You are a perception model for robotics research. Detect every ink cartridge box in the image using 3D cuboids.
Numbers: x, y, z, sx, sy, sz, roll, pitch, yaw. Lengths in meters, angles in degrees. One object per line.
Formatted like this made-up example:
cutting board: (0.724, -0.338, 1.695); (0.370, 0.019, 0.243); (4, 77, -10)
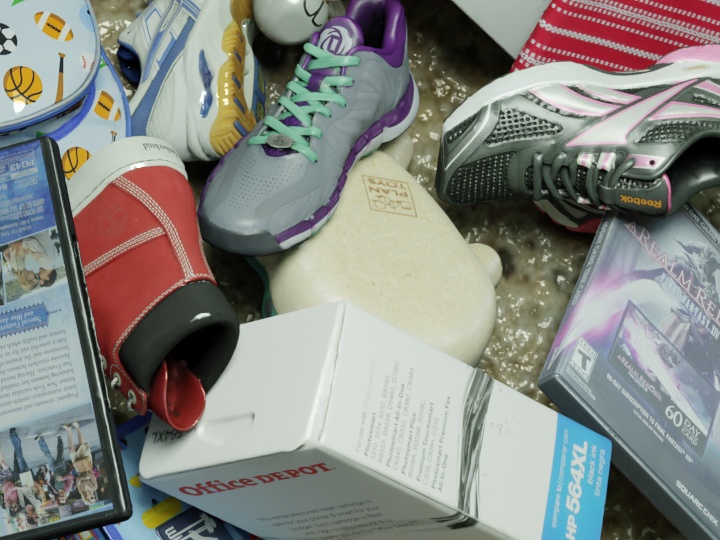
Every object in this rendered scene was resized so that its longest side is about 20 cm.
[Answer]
ink cartridge box: (0.009, 0.099, 1.354); (0.200, 0.146, 0.084); (30, 61, -35)

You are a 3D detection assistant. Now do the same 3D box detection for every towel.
towel: (0.186, -0.166, 1.458); (0.145, 0.200, 0.022); (14, 31, -36)

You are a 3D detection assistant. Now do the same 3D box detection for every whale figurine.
whale figurine: (0.000, 0.000, 1.473); (0.159, 0.104, 0.200); (7, 44, -20)

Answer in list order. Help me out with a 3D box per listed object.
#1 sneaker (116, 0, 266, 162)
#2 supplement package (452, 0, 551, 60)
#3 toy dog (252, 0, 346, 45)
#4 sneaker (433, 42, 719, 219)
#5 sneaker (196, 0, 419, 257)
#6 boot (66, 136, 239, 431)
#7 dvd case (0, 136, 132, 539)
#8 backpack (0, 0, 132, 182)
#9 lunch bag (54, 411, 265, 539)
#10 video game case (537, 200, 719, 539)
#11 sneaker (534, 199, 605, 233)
sneaker: (-0.100, -0.147, 1.506); (0.088, 0.075, 0.200); (-9, 49, 18)
supplement package: (0.077, -0.216, 1.454); (0.109, 0.200, 0.114); (-33, 53, 16)
toy dog: (-0.009, -0.221, 1.514); (0.096, 0.132, 0.200); (-17, 68, 25)
sneaker: (0.140, -0.067, 1.450); (0.200, 0.080, 0.086); (-15, 50, -1)
sneaker: (-0.032, -0.088, 1.422); (0.074, 0.088, 0.200); (15, 37, 20)
boot: (-0.143, 0.046, 1.350); (0.072, 0.200, 0.144); (9, 47, -43)
dvd case: (-0.200, 0.044, 1.303); (0.143, 0.018, 0.200); (-14, 76, 7)
backpack: (-0.214, -0.093, 1.417); (0.200, 0.154, 0.191); (-22, 79, -21)
lunch bag: (-0.120, 0.171, 1.382); (0.200, 0.094, 0.151); (-34, 82, -37)
video game case: (0.175, 0.043, 1.463); (0.143, 0.019, 0.200); (45, 42, -18)
sneaker: (0.131, -0.118, 1.549); (0.081, 0.075, 0.200); (0, 70, -14)
